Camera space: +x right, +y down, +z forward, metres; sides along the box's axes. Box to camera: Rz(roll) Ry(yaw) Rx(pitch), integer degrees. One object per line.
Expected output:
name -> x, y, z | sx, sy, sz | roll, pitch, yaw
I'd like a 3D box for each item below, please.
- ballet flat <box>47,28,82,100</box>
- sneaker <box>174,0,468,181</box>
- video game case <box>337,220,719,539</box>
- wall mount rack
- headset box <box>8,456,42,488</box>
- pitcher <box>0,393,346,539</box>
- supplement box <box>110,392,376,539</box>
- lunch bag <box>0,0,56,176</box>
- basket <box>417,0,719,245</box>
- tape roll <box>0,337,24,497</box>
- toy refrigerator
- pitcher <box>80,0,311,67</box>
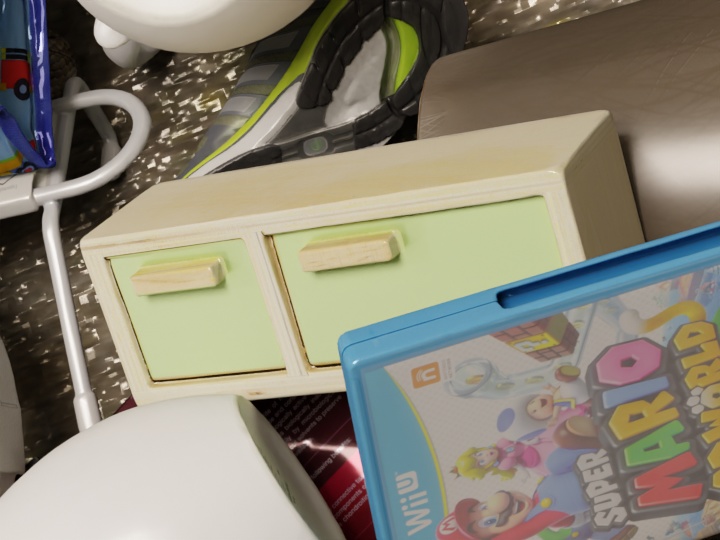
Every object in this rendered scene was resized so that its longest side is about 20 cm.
ballet flat -> -0.234, -0.086, 0.878 | 0.200, 0.046, 0.067 | -8, 74, 15
sneaker -> -0.033, -0.063, 0.807 | 0.200, 0.074, 0.081 | -46, 28, 14
video game case -> 0.099, 0.049, 0.625 | 0.200, 0.143, 0.018 | -16, 43, -6
wall mount rack -> -0.177, -0.002, 0.803 | 0.200, 0.075, 0.174 | -12, 46, 13
headset box -> -0.155, 0.203, 0.770 | 0.200, 0.075, 0.149 | -42, 70, 3
pitcher -> -0.102, 0.141, 0.645 | 0.200, 0.172, 0.121 | -35, 109, 2
supplement box -> -0.012, 0.109, 0.758 | 0.109, 0.061, 0.200 | -46, 70, 2
lunch bag -> -0.216, -0.139, 0.781 | 0.150, 0.094, 0.200 | -8, 70, 16
basket -> 0.133, -0.041, 0.717 | 0.200, 0.136, 0.180 | -7, 64, 19
tape roll -> -0.241, 0.072, 0.757 | 0.203, 0.037, 0.203 | -2, 82, 14
toy refrigerator -> 0.000, 0.000, 0.676 | 0.200, 0.070, 0.076 | -7, 111, 28
pitcher -> -0.071, -0.141, 0.750 | 0.121, 0.200, 0.172 | 33, 110, -4
